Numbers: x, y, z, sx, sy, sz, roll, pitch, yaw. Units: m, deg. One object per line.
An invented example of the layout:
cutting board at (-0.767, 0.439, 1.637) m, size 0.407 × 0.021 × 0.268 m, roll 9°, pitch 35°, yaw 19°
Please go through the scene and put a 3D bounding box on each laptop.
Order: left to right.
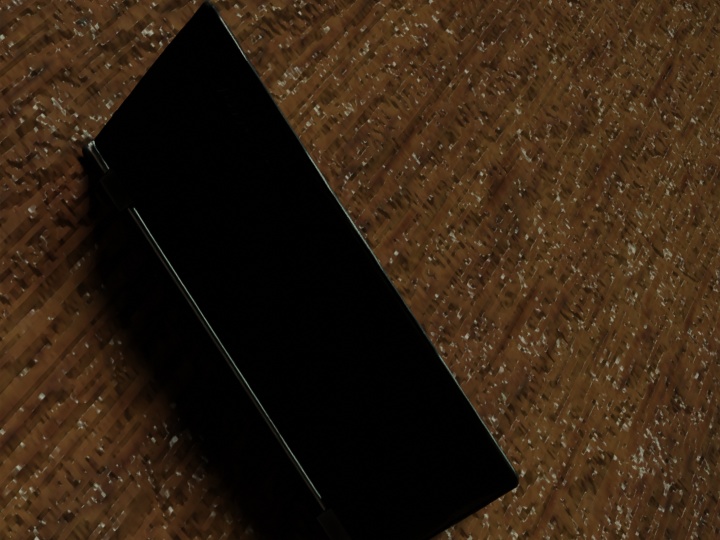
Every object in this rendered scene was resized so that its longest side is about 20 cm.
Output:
laptop at (0.000, 0.000, 1.017) m, size 0.188 × 0.116 × 0.200 m, roll 57°, pitch 27°, yaw 4°
